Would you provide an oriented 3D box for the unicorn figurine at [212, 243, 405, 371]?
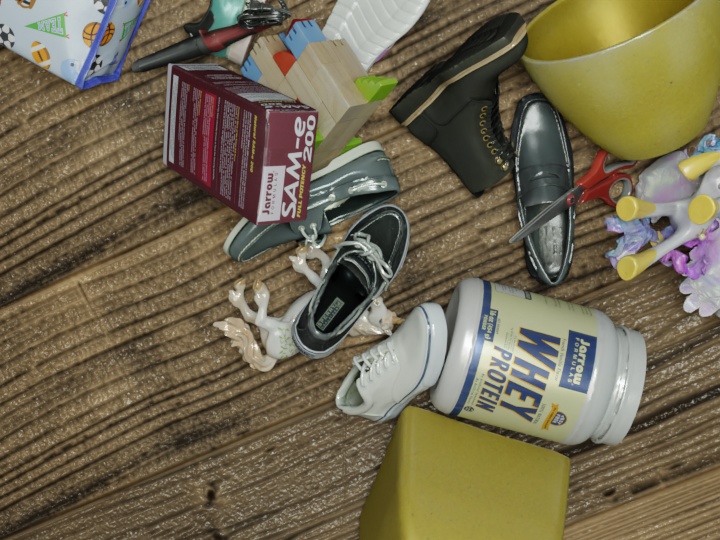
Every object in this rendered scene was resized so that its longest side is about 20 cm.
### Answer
[{"bbox_3d":[-0.050,0.041,1.018,0.198,0.074,0.138,-29,108,5],"label":"unicorn figurine"}]

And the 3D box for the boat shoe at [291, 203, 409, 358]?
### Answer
[{"bbox_3d":[-0.002,-0.002,0.956,0.073,0.068,0.200,40,60,1],"label":"boat shoe"}]

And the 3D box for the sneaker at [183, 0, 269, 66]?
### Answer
[{"bbox_3d":[-0.120,-0.317,0.946,0.079,0.071,0.202,21,103,-7],"label":"sneaker"}]

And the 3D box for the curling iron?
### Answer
[{"bbox_3d":[-0.154,-0.235,0.933,0.198,0.049,0.026,-12,68,31],"label":"curling iron"}]

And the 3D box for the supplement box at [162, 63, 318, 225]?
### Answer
[{"bbox_3d":[-0.123,-0.130,0.916,0.060,0.199,0.110,-8,117,-36],"label":"supplement box"}]

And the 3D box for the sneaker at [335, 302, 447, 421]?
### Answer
[{"bbox_3d":[0.029,0.104,0.977,0.070,0.074,0.201,0,142,-23],"label":"sneaker"}]

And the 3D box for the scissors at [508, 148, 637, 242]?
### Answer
[{"bbox_3d":[0.219,-0.084,0.952,0.198,0.014,0.074,-18,117,-33],"label":"scissors"}]

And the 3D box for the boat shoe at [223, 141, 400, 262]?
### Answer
[{"bbox_3d":[-0.049,-0.059,0.968,0.198,0.073,0.062,-32,76,-6],"label":"boat shoe"}]

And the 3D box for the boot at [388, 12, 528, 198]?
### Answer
[{"bbox_3d":[0.131,-0.158,0.926,0.138,0.199,0.078,46,64,-10],"label":"boot"}]

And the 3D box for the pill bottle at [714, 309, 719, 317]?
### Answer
[{"bbox_3d":[0.441,-0.036,0.959,0.112,0.114,0.203,14,102,-1],"label":"pill bottle"}]

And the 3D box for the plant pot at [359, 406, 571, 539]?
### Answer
[{"bbox_3d":[0.101,0.302,0.971,0.193,0.201,0.196,17,123,-2],"label":"plant pot"}]

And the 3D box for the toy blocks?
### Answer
[{"bbox_3d":[-0.066,-0.177,0.943,0.138,0.099,0.200,58,136,12],"label":"toy blocks"}]

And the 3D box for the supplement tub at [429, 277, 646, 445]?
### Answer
[{"bbox_3d":[0.183,0.099,0.981,0.197,0.145,0.147,14,102,0],"label":"supplement tub"}]

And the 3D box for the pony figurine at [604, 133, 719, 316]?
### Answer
[{"bbox_3d":[0.322,-0.052,0.891,0.168,0.198,0.193,62,143,17],"label":"pony figurine"}]

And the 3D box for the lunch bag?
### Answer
[{"bbox_3d":[-0.291,-0.312,0.930,0.168,0.124,0.202,26,109,-2],"label":"lunch bag"}]

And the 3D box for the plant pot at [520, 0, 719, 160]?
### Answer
[{"bbox_3d":[0.269,-0.194,0.907,0.198,0.201,0.143,-27,116,8],"label":"plant pot"}]

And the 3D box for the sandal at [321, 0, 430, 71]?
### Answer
[{"bbox_3d":[0.006,-0.250,0.969,0.083,0.050,0.203,46,113,8],"label":"sandal"}]

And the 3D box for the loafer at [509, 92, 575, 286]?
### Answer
[{"bbox_3d":[0.196,-0.084,0.981,0.067,0.070,0.204,-6,101,4],"label":"loafer"}]
